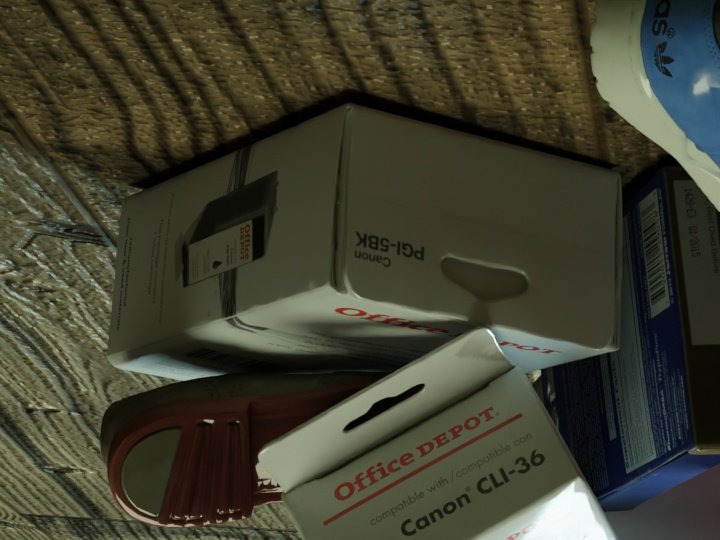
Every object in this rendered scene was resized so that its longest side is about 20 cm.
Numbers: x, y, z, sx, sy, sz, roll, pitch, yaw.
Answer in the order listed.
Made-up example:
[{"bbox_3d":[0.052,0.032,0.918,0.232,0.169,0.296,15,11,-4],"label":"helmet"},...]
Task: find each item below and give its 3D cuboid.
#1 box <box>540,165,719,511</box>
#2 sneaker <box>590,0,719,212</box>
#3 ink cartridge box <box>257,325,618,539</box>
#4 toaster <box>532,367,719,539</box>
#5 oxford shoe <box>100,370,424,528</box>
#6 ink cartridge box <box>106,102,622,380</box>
[{"bbox_3d":[0.122,0.038,1.251,0.032,0.122,0.200,-2,167,-15],"label":"box"},{"bbox_3d":[0.176,-0.052,0.985,0.111,0.077,0.200,5,162,39],"label":"sneaker"},{"bbox_3d":[0.045,0.117,1.191,0.116,0.068,0.200,-30,144,2],"label":"ink cartridge box"},{"bbox_3d":[0.148,0.124,1.417,0.118,0.201,0.181,2,166,-7],"label":"toaster"},{"bbox_3d":[-0.018,0.067,1.238,0.199,0.071,0.075,2,-160,-16],"label":"oxford shoe"},{"bbox_3d":[0.000,0.000,1.225,0.146,0.083,0.200,13,163,-31],"label":"ink cartridge box"}]
